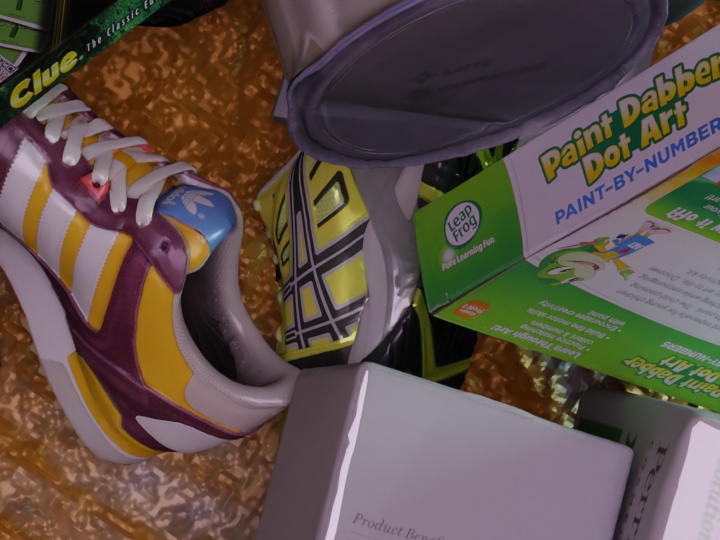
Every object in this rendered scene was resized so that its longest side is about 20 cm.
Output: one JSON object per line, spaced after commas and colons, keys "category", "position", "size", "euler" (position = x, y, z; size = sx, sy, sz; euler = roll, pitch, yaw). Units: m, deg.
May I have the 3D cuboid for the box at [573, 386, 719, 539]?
{"category": "box", "position": [0.159, 0.162, 0.765], "size": [0.199, 0.171, 0.200], "euler": [16, 88, -7]}

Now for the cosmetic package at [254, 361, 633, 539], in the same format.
{"category": "cosmetic package", "position": [0.009, 0.140, 0.717], "size": [0.101, 0.071, 0.201], "euler": [18, 80, -18]}

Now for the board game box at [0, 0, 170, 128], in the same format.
{"category": "board game box", "position": [-0.152, -0.134, 0.741], "size": [0.200, 0.024, 0.105], "euler": [36, 58, 22]}

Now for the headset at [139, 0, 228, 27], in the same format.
{"category": "headset", "position": [-0.061, -0.145, 0.778], "size": [0.199, 0.094, 0.124], "euler": [23, 87, 4]}

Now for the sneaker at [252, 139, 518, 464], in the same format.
{"category": "sneaker", "position": [0.000, 0.000, 0.795], "size": [0.076, 0.075, 0.201], "euler": [24, 107, 25]}

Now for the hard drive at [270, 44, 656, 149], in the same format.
{"category": "hard drive", "position": [0.057, -0.133, 0.828], "size": [0.131, 0.026, 0.201], "euler": [17, 88, -7]}

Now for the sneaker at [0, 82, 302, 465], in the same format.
{"category": "sneaker", "position": [-0.090, -0.028, 0.758], "size": [0.090, 0.075, 0.200], "euler": [-17, 114, 33]}

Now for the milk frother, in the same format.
{"category": "milk frother", "position": [0.040, -0.164, 0.638], "size": [0.180, 0.200, 0.189], "euler": [-15, 70, -10]}

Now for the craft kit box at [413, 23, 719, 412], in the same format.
{"category": "craft kit box", "position": [0.155, -0.019, 0.722], "size": [0.200, 0.197, 0.049], "euler": [19, 49, -42]}
